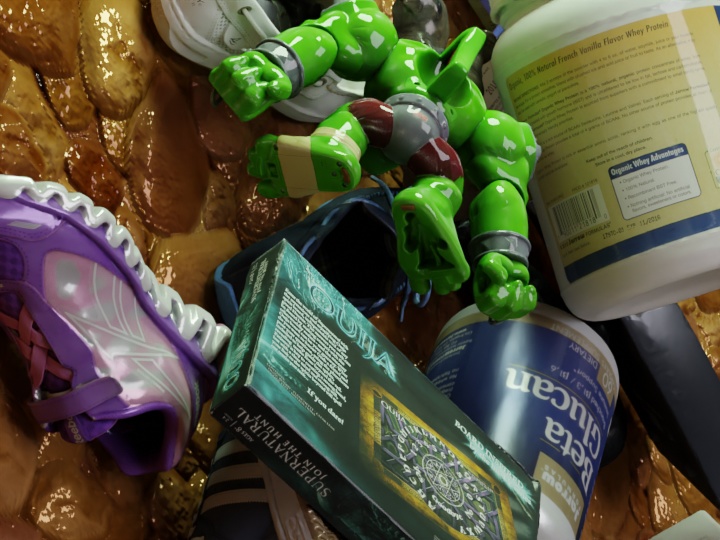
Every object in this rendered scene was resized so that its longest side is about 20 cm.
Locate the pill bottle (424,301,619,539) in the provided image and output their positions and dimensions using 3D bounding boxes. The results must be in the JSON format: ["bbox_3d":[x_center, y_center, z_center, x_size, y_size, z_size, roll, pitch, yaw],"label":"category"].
[{"bbox_3d":[0.073,0.121,1.560,0.111,0.111,0.200,51,39,-30],"label":"pill bottle"}]

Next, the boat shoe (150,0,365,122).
[{"bbox_3d":[-0.032,-0.132,1.554,0.200,0.069,0.071,14,61,-56],"label":"boat shoe"}]

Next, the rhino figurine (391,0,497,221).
[{"bbox_3d":[0.044,-0.104,1.613,0.200,0.060,0.088,72,33,-52],"label":"rhino figurine"}]

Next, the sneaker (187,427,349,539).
[{"bbox_3d":[-0.063,0.131,1.407,0.070,0.108,0.200,47,11,-31],"label":"sneaker"}]

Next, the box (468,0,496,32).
[{"bbox_3d":[0.099,-0.198,1.777,0.200,0.075,0.050,54,35,-26],"label":"box"}]

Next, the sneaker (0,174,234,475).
[{"bbox_3d":[-0.135,0.031,1.328,0.200,0.080,0.089,43,51,-40],"label":"sneaker"}]

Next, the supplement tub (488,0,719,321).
[{"bbox_3d":[0.156,-0.085,1.584,0.144,0.144,0.201,-5,76,-57],"label":"supplement tub"}]

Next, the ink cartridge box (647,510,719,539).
[{"bbox_3d":[0.195,0.239,1.621,0.129,0.125,0.200,62,-4,-19],"label":"ink cartridge box"}]

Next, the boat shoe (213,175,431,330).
[{"bbox_3d":[0.000,0.000,1.544,0.200,0.068,0.084,-36,107,-55],"label":"boat shoe"}]

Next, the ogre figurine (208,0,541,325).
[{"bbox_3d":[0.024,-0.069,1.491,0.199,0.098,0.120,25,48,7],"label":"ogre figurine"}]

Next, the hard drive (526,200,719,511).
[{"bbox_3d":[0.177,0.046,1.748,0.200,0.042,0.135,60,-5,-22],"label":"hard drive"}]

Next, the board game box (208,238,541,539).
[{"bbox_3d":[0.013,0.090,1.395,0.200,0.028,0.135,44,27,-18],"label":"board game box"}]

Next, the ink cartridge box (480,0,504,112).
[{"bbox_3d":[0.153,-0.128,1.727,0.200,0.137,0.076,35,40,-4],"label":"ink cartridge box"}]

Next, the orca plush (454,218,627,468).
[{"bbox_3d":[0.123,0.031,1.711,0.105,0.071,0.201,-31,102,-56],"label":"orca plush"}]
